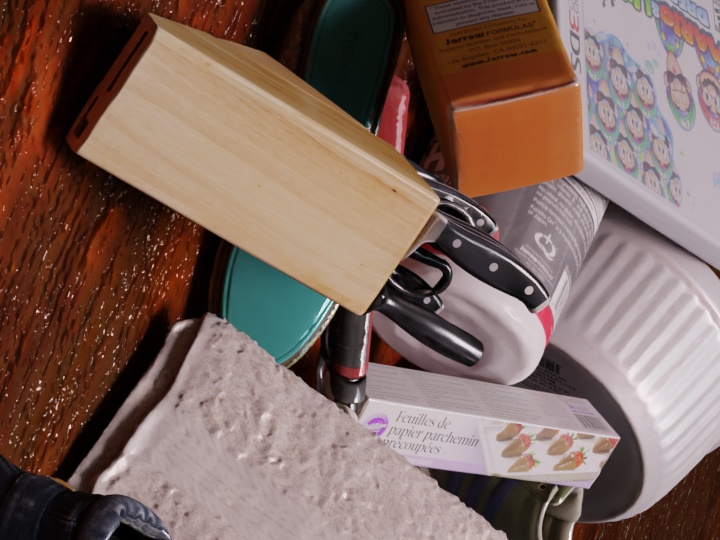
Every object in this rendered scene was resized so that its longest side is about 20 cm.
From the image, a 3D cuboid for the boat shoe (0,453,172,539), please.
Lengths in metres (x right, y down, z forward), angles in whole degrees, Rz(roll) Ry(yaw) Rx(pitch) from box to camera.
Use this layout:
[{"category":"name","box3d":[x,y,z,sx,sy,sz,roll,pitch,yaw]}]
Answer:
[{"category":"boat shoe","box3d":[-0.118,0.140,1.037,0.200,0.090,0.071,68,41,-60]}]

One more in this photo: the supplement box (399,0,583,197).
[{"category":"supplement box","box3d":[0.052,-0.131,1.201,0.067,0.068,0.201,81,-7,-50]}]

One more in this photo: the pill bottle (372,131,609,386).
[{"category":"pill bottle","box3d":[0.085,-0.043,1.439,0.111,0.110,0.201,77,34,-54]}]

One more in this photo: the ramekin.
[{"category":"ramekin","box3d":[0.132,0.062,1.537,0.105,0.199,0.201,-46,147,-35]}]

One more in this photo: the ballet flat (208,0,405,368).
[{"category":"ballet flat","box3d":[-0.027,-0.047,1.207,0.071,0.070,0.201,7,100,-71]}]

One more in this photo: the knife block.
[{"category":"knife block","box3d":[-0.011,-0.027,1.071,0.064,0.175,0.200,-56,163,9]}]

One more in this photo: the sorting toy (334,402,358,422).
[{"category":"sorting toy","box3d":[-0.035,0.159,1.237,0.200,0.106,0.181,133,-30,-76]}]

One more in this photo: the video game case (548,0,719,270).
[{"category":"video game case","box3d":[0.162,-0.116,1.448,0.200,0.024,0.183,29,53,-46]}]

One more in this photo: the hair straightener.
[{"category":"hair straightener","box3d":[0.000,0.000,1.293,0.077,0.041,0.201,-179,-91,-81]}]

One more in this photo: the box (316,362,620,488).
[{"category":"box","box3d":[0.060,0.086,1.380,0.199,0.041,0.039,11,117,-42]}]

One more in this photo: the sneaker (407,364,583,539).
[{"category":"sneaker","box3d":[0.090,0.135,1.471,0.067,0.090,0.201,32,37,-58]}]

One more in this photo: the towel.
[{"category":"towel","box3d":[-0.030,0.118,1.132,0.133,0.200,0.034,-58,-174,-36]}]
